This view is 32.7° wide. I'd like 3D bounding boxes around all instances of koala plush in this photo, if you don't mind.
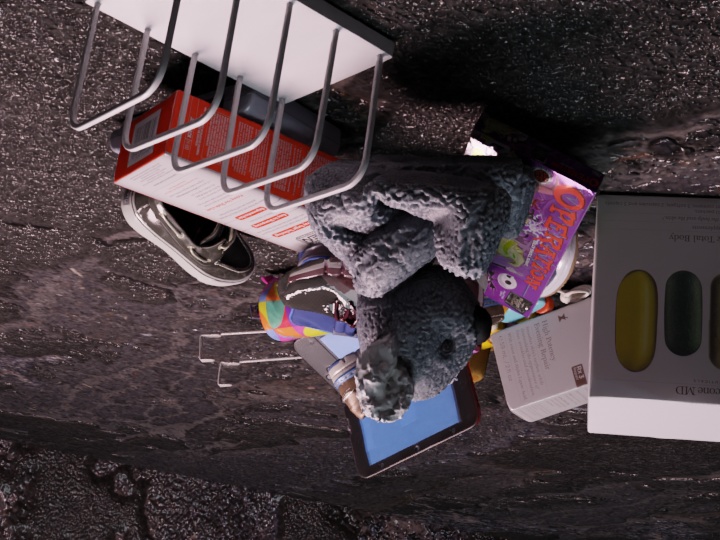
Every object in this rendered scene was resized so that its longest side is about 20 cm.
[{"bbox_3d":[0.042,0.014,1.007,0.182,0.203,0.177,5,-164,17],"label":"koala plush"}]

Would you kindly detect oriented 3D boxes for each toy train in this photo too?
[{"bbox_3d":[0.198,0.046,1.466,0.148,0.056,0.200,-9,156,-10],"label":"toy train"}]

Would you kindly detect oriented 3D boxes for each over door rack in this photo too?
[{"bbox_3d":[-0.113,0.086,1.640,0.198,0.067,0.148,-15,159,0],"label":"over door rack"}]

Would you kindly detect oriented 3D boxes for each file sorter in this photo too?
[{"bbox_3d":[-0.097,-0.139,0.924,0.199,0.126,0.138,22,157,-38],"label":"file sorter"}]

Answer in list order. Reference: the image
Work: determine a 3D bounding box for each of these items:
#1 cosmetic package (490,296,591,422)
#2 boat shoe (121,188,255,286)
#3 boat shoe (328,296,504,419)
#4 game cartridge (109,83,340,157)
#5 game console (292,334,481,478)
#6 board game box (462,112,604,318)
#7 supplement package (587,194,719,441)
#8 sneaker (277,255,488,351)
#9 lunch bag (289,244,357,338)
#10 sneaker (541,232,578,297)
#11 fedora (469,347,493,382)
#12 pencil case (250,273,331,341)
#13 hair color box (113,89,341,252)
[{"bbox_3d":[0.259,0.092,1.403,0.198,0.103,0.074,-24,153,20],"label":"cosmetic package"},{"bbox_3d":[-0.170,-0.037,1.326,0.063,0.072,0.200,-5,156,35],"label":"boat shoe"},{"bbox_3d":[0.069,0.092,1.280,0.198,0.073,0.072,-26,168,-3],"label":"boat shoe"},{"bbox_3d":[-0.121,-0.116,1.139,0.199,0.042,0.133,-10,150,41],"label":"game cartridge"},{"bbox_3d":[0.027,0.132,1.508,0.199,0.119,0.172,-31,117,30],"label":"game console"},{"bbox_3d":[0.133,-0.045,1.114,0.119,0.032,0.201,24,144,6],"label":"board game box"},{"bbox_3d":[0.300,0.049,1.195,0.150,0.202,0.151,3,161,12],"label":"supplement package"},{"bbox_3d":[0.021,0.049,1.128,0.197,0.117,0.076,-3,158,5],"label":"sneaker"},{"bbox_3d":[0.000,0.000,1.274,0.134,0.134,0.200,8,162,-3],"label":"lunch bag"},{"bbox_3d":[0.139,-0.011,1.286,0.107,0.071,0.200,12,164,-19],"label":"sneaker"},{"bbox_3d":[0.105,0.102,1.603,0.198,0.083,0.201,7,160,2],"label":"fedora"},{"bbox_3d":[-0.037,0.034,1.466,0.198,0.089,0.088,-10,155,39],"label":"pencil case"},{"bbox_3d":[-0.103,-0.082,1.081,0.199,0.062,0.101,21,157,-33],"label":"hair color box"}]
